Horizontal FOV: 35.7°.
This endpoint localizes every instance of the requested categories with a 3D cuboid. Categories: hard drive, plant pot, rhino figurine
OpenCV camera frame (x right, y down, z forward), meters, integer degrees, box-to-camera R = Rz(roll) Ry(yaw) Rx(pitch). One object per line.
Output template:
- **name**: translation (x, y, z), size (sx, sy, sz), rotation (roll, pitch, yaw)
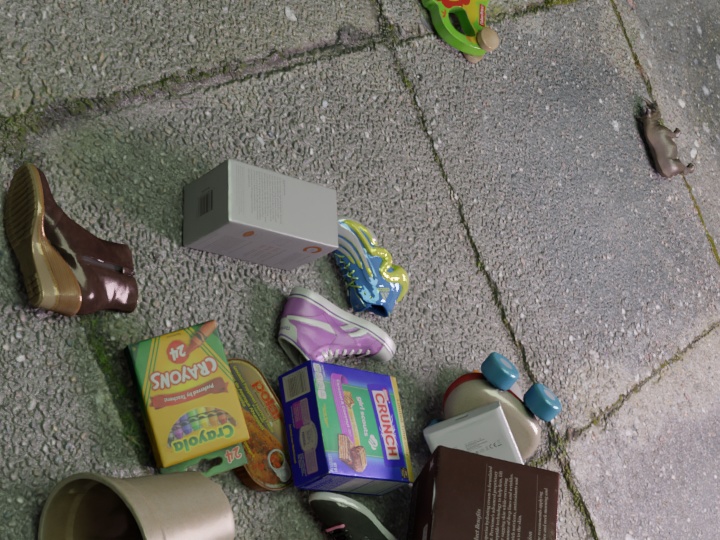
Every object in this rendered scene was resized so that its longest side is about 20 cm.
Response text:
- **hard drive**: translation (0.197, 0.320, 1.798), size (0.026, 0.130, 0.202), rotation (-92, 160, -69)
- **plant pot**: translation (-0.260, 0.331, 1.373), size (0.183, 0.199, 0.203), rotation (-5, 78, -55)
- **rhino figurine**: translation (0.682, -0.302, 2.541), size (0.087, 0.060, 0.202), rotation (-19, 85, -34)

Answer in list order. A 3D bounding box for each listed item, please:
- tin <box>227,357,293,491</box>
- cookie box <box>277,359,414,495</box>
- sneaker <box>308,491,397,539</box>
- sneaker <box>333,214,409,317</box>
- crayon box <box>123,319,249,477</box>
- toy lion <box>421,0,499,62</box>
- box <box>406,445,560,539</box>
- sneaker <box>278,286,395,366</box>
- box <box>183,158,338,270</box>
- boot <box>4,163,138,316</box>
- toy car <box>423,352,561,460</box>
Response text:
- **tin**: translation (-0.157, 0.221, 1.596), size (0.112, 0.042, 0.202), rotation (-35, 99, -40)
- **cookie box**: translation (-0.019, 0.236, 1.657), size (0.199, 0.075, 0.173), rotation (17, 55, -48)
- **sneaker**: translation (-0.011, 0.409, 1.635), size (0.200, 0.070, 0.100), rotation (46, 45, -26)
- **sneaker**: translation (0.000, 0.000, 1.795), size (0.199, 0.075, 0.106), rotation (39, 53, -26)
- **crayon box**: translation (-0.229, 0.181, 1.506), size (0.125, 0.051, 0.203), rotation (-16, 85, -22)
- **toy lion**: translation (0.178, -0.528, 2.169), size (0.190, 0.068, 0.203), rotation (17, 64, -30)
- **box**: translation (0.182, 0.389, 1.693), size (0.197, 0.165, 0.168), rotation (14, 57, -5)
- **sneaker**: translation (-0.041, 0.121, 1.722), size (0.199, 0.072, 0.116), rotation (28, 61, -20)
- **box**: translation (-0.147, -0.078, 1.654), size (0.198, 0.124, 0.099), rotation (14, 65, -39)
- **boot**: translation (-0.379, -0.037, 1.483), size (0.165, 0.072, 0.203), rotation (4, 71, -54)
- **toy car**: translation (0.213, 0.217, 1.881), size (0.176, 0.185, 0.200), rotation (35, 17, -13)
